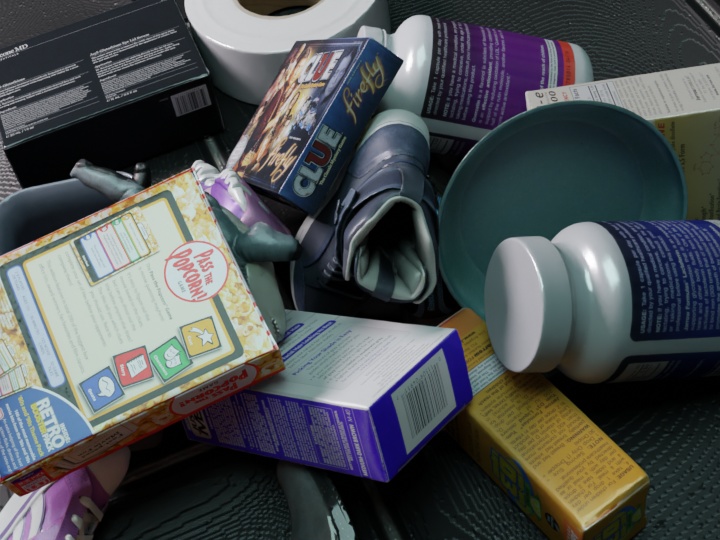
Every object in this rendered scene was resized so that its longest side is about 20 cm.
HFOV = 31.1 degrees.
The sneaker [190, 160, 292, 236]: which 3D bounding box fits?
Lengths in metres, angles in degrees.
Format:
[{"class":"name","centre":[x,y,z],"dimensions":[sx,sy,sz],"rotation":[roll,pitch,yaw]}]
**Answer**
[{"class":"sneaker","centre":[-0.122,-0.032,1.068],"dimensions":[0.088,0.081,0.200],"rotation":[-43,20,-10]}]

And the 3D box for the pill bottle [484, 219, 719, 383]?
[{"class":"pill bottle","centre":[0.197,0.022,0.937],"dimensions":[0.198,0.116,0.116],"rotation":[-1,46,-21]}]

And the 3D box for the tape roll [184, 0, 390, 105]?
[{"class":"tape roll","centre":[-0.070,-0.255,1.282],"dimensions":[0.200,0.071,0.204],"rotation":[-4,49,5]}]

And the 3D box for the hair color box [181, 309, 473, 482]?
[{"class":"hair color box","centre":[-0.032,0.084,0.938],"dimensions":[0.199,0.065,0.109],"rotation":[7,31,40]}]

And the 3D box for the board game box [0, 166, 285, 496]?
[{"class":"board game box","centre":[-0.171,0.039,0.883],"dimensions":[0.198,0.046,0.152],"rotation":[-25,69,-7]}]

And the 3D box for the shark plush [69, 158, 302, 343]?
[{"class":"shark plush","centre":[-0.127,-0.021,0.943],"dimensions":[0.200,0.091,0.083],"rotation":[45,55,-3]}]

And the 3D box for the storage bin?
[{"class":"storage bin","centre":[-0.220,0.048,1.010],"dimensions":[0.144,0.135,0.201],"rotation":[-11,49,0]}]

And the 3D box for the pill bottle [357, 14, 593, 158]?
[{"class":"pill bottle","centre":[0.091,-0.153,1.107],"dimensions":[0.198,0.113,0.113],"rotation":[9,49,-9]}]

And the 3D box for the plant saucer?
[{"class":"plant saucer","centre":[0.150,-0.042,0.994],"dimensions":[0.198,0.202,0.036],"rotation":[-13,30,-2]}]

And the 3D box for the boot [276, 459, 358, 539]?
[{"class":"boot","centre":[-0.056,0.219,0.887],"dimensions":[0.131,0.070,0.201],"rotation":[-26,47,-5]}]

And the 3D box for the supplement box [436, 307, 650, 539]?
[{"class":"supplement box","centre":[0.118,0.119,0.940],"dimensions":[0.069,0.067,0.200],"rotation":[-34,53,-19]}]

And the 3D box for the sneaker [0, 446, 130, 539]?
[{"class":"sneaker","centre":[-0.214,0.215,0.918],"dimensions":[0.114,0.073,0.201],"rotation":[33,73,27]}]

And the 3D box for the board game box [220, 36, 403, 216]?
[{"class":"board game box","centre":[-0.045,-0.121,1.044],"dimensions":[0.136,0.034,0.200],"rotation":[-60,20,-2]}]

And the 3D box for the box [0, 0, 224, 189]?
[{"class":"box","centre":[-0.247,-0.169,1.234],"dimensions":[0.198,0.079,0.142],"rotation":[-21,53,-8]}]

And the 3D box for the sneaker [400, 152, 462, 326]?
[{"class":"sneaker","centre":[0.055,-0.045,1.076],"dimensions":[0.072,0.082,0.201],"rotation":[-11,49,0]}]

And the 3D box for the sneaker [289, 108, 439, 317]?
[{"class":"sneaker","centre":[-0.001,-0.001,0.967],"dimensions":[0.076,0.203,0.147],"rotation":[14,35,-15]}]

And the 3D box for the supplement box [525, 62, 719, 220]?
[{"class":"supplement box","centre":[0.237,-0.088,1.047],"dimensions":[0.198,0.127,0.074],"rotation":[-9,37,3]}]
